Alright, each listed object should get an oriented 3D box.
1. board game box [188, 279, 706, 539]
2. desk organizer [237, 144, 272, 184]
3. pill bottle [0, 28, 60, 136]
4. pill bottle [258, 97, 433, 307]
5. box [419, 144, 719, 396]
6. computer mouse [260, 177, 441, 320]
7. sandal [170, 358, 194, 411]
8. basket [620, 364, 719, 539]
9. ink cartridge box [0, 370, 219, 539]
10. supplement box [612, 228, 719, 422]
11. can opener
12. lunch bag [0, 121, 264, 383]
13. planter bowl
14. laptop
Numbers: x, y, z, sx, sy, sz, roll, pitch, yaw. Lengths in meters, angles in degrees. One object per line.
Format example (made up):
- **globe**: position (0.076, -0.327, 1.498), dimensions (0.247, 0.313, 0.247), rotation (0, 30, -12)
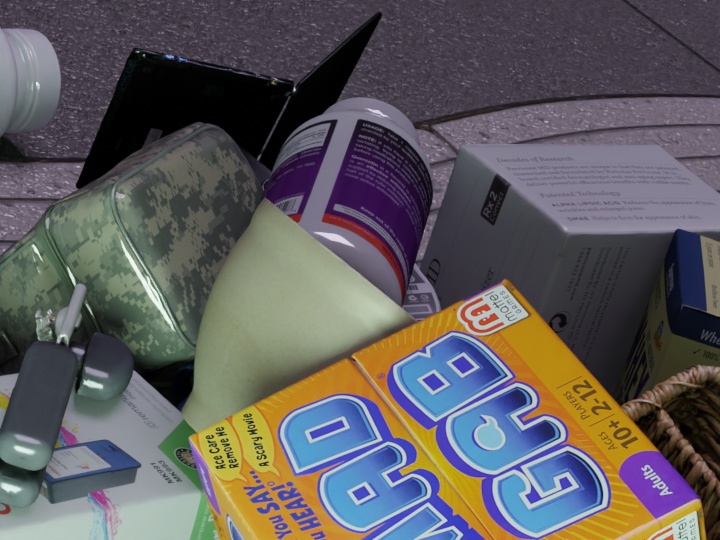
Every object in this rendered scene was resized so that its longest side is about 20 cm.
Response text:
- **board game box**: position (0.055, 0.170, 1.367), dimensions (0.200, 0.200, 0.200), rotation (-26, 43, -13)
- **desk organizer**: position (-0.063, -0.004, 1.896), dimensions (0.072, 0.077, 0.200), rotation (-17, 45, -41)
- **pill bottle**: position (-0.335, -0.145, 1.963), dimensions (0.200, 0.112, 0.112), rotation (-6, 34, -41)
- **pill bottle**: position (-0.013, -0.031, 1.711), dimensions (0.112, 0.113, 0.200), rotation (18, 37, 0)
- **box**: position (0.152, 0.023, 1.844), dimensions (0.200, 0.199, 0.131), rotation (-2, 31, -37)
- **computer mouse**: position (0.000, 0.000, 1.804), dimensions (0.109, 0.044, 0.200), rotation (-1, 38, -17)
- **sandal**: position (-0.087, 0.110, 1.658), dimensions (0.087, 0.080, 0.200), rotation (3, 21, 2)
- **basket**: position (0.203, 0.177, 1.565), dimensions (0.143, 0.149, 0.200), rotation (-9, 53, -46)
- **ink cartridge box**: position (-0.187, 0.134, 1.511), dimensions (0.200, 0.088, 0.145), rotation (-8, 36, -42)
- **supplement box**: position (0.276, 0.111, 1.746), dimensions (0.200, 0.200, 0.134), rotation (18, 24, -2)
- **can opener**: position (-0.174, 0.070, 1.483), dimensions (0.066, 0.053, 0.200), rotation (19, 25, -2)
- **lunch bag**: position (-0.162, 0.003, 1.725), dimensions (0.140, 0.168, 0.200), rotation (63, 28, -9)
- **planter bowl**: position (-0.020, 0.072, 1.512), dimensions (0.200, 0.135, 0.200), rotation (38, 0, 0)
- **laptop**: position (-0.103, -0.132, 1.991), dimensions (0.200, 0.177, 0.103), rotation (11, 52, -16)
